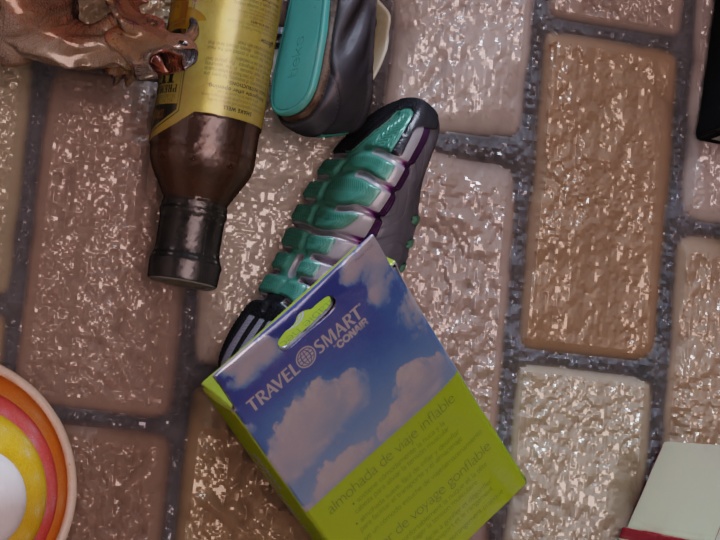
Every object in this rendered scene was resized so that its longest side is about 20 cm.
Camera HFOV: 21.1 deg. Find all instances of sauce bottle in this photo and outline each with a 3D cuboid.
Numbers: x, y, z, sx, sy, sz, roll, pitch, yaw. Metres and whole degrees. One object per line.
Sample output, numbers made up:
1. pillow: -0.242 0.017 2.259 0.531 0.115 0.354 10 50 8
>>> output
1. sauce bottle: -0.085 -0.091 1.089 0.064 0.065 0.202 10 82 -15

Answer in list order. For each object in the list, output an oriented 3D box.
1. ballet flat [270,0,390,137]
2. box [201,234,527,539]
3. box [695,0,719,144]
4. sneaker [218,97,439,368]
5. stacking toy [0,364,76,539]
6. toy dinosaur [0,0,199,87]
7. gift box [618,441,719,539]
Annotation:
1. ballet flat: -0.009 -0.171 1.122 0.072 0.073 0.202 10 77 -15
2. box: 0.001 0.084 1.072 0.122 0.048 0.201 -42 122 -15
3. box: 0.322 -0.136 1.202 0.198 0.079 0.143 10 81 -15
4. sneaker: 0.000 0.000 1.116 0.087 0.074 0.201 35 84 -29
5. stacking toy: -0.206 0.113 0.971 0.145 0.200 0.148 1 86 -15
6. toy dinosaur: -0.184 -0.164 1.060 0.135 0.086 0.201 -26 81 -22
7. gift box: 0.258 0.203 1.103 0.198 0.187 0.186 23 81 -12
